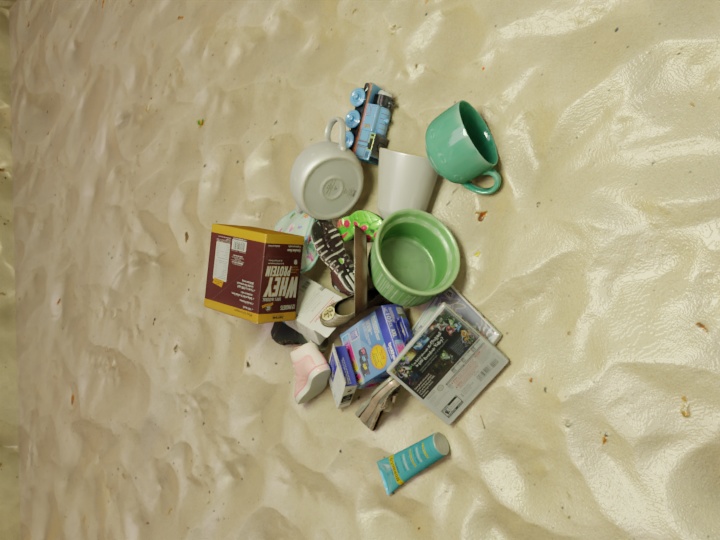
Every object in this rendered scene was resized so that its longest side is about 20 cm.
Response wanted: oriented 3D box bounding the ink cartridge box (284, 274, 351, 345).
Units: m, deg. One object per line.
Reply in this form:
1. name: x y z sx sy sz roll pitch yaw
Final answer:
1. ink cartridge box: -0.115 0.102 1.663 0.197 0.068 0.116 28 61 31

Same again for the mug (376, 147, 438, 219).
1. mug: 0.105 -0.192 1.546 0.145 0.187 0.158 11 101 7

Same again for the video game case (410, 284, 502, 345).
1. video game case: 0.192 0.158 1.470 0.182 0.023 0.202 46 112 34

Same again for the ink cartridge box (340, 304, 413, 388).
1. ink cartridge box: 0.052 0.168 1.530 0.199 0.075 0.139 -37 63 40

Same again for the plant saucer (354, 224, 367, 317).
1. plant saucer: 0.000 0.000 1.486 0.031 0.200 0.206 -1 80 0

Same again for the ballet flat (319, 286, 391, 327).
1. ballet flat: -0.008 0.077 1.577 0.195 0.047 0.069 -20 53 4

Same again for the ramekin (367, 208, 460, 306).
1. ramekin: 0.109 -0.021 1.454 0.098 0.195 0.205 126 132 -58

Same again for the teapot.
1. teapot: -0.091 -0.236 1.620 0.197 0.200 0.147 -30 43 -4

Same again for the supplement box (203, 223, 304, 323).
1. supplement box: -0.256 0.004 1.605 0.194 0.131 0.206 12 97 37

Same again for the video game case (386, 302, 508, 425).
1. video game case: 0.181 0.199 1.409 0.181 0.023 0.201 39 110 0

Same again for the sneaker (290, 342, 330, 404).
1. sneaker: -0.134 0.248 1.660 0.106 0.074 0.202 57 148 22

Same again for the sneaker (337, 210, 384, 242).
1. sneaker: 0.013 -0.109 1.595 0.199 0.082 0.079 8 110 62

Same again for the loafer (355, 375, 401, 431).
1. loafer: 0.054 0.300 1.521 0.063 0.071 0.201 52 140 15

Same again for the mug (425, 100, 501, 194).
1. mug: 0.212 -0.251 1.430 0.113 0.150 0.190 -28 66 32

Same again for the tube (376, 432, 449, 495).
1. tube: 0.112 0.424 1.488 0.199 0.050 0.079 -42 52 34

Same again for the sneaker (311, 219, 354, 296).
1. sneaker: -0.069 -0.018 1.650 0.203 0.074 0.116 60 158 12

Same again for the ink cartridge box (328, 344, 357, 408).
1. ink cartridge box: -0.044 0.246 1.571 0.201 0.038 0.102 105 150 -63

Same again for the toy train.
1. toy train: 0.021 -0.361 1.655 0.112 0.086 0.205 18 94 31

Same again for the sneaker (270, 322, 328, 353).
1. sneaker: -0.158 0.174 1.742 0.200 0.074 0.108 44 122 37

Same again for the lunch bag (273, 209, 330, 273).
1. lunch bag: -0.160 -0.072 1.718 0.158 0.077 0.203 -18 42 33
